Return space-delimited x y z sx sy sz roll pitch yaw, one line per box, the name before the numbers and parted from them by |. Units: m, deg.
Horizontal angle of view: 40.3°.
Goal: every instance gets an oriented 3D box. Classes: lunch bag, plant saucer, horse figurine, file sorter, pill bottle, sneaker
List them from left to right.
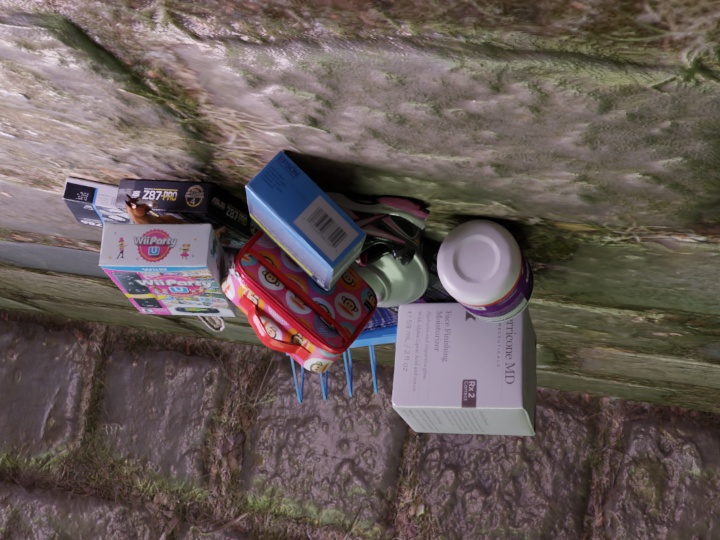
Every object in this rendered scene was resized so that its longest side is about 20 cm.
horse figurine | -0.251 -0.045 1.381 0.130 0.051 0.200 6 165 1
lunch bag | -0.088 0.037 1.332 0.199 0.176 0.082 40 133 -1
file sorter | -0.024 0.147 1.737 0.196 0.125 0.139 -7 -157 2
sneaker | -0.011 -0.051 1.286 0.197 0.088 0.080 4 167 30
plant saucer | 0.000 0.000 1.427 0.197 0.051 0.201 19 147 13
pill bottle | 0.178 0.007 1.351 0.111 0.114 0.200 6 170 19

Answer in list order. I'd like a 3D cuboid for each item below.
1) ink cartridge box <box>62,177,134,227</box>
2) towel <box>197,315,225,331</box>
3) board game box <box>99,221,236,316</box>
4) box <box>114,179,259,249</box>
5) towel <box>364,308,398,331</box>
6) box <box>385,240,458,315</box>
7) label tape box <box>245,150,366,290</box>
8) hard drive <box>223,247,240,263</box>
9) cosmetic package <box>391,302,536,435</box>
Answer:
ink cartridge box | -0.400 -0.096 1.537 0.098 0.040 0.200 10 170 -5
towel | -0.280 -0.003 1.568 0.034 0.133 0.201 -27 138 5
board game box | -0.257 0.002 1.346 0.145 0.065 0.200 1 158 5
box | -0.238 -0.079 1.449 0.159 0.050 0.200 3 167 25
towel | 0.011 0.073 1.718 0.197 0.024 0.145 -11 -158 -10
box | 0.090 0.023 1.521 0.199 0.044 0.159 29 150 -29
label tape box | -0.069 -0.053 1.218 0.143 0.066 0.200 44 172 3
hard drive | -0.160 -0.011 1.556 0.196 0.038 0.140 4 -157 -3
cosmetic package | 0.165 0.153 1.505 0.197 0.167 0.165 -2 157 16
